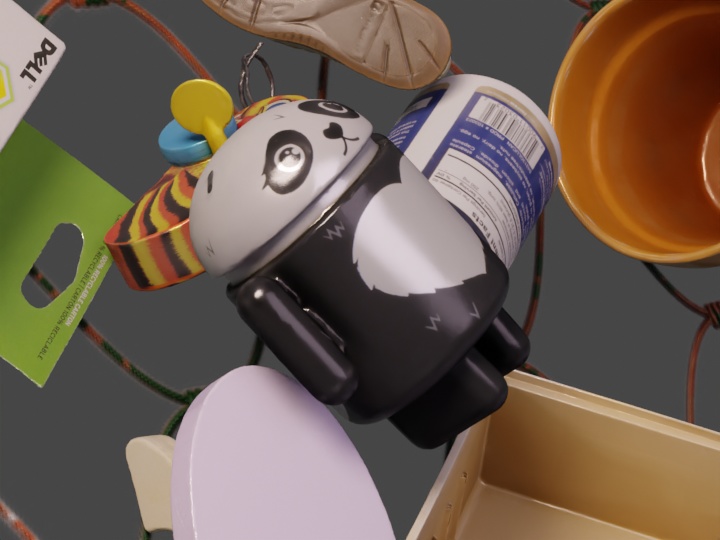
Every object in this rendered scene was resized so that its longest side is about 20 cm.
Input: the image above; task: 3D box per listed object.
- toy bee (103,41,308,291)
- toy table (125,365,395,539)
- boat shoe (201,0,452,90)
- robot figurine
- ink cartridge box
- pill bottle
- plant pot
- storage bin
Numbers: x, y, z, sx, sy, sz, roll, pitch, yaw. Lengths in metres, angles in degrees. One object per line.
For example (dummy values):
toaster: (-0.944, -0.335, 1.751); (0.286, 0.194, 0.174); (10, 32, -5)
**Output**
toy bee: (-0.063, -0.070, 1.145); (0.131, 0.108, 0.201); (46, 51, -46)
toy table: (-0.064, 0.163, 1.028); (0.183, 0.117, 0.201); (11, 61, -37)
boat shoe: (-0.034, -0.170, 1.249); (0.200, 0.073, 0.063); (32, 4, 5)
robot figurine: (0.001, 0.000, 1.057); (0.125, 0.150, 0.200); (-43, 99, 0)
ink cartridge box: (-0.203, -0.060, 1.052); (0.200, 0.076, 0.148); (39, 48, -18)
pill bottle: (0.042, -0.024, 1.225); (0.111, 0.111, 0.200); (46, 46, -13)
plant pot: (0.265, -0.096, 1.415); (0.183, 0.200, 0.201); (9, 61, -55)
storage bin: (0.135, 0.172, 1.128); (0.198, 0.094, 0.200); (16, 36, 12)
